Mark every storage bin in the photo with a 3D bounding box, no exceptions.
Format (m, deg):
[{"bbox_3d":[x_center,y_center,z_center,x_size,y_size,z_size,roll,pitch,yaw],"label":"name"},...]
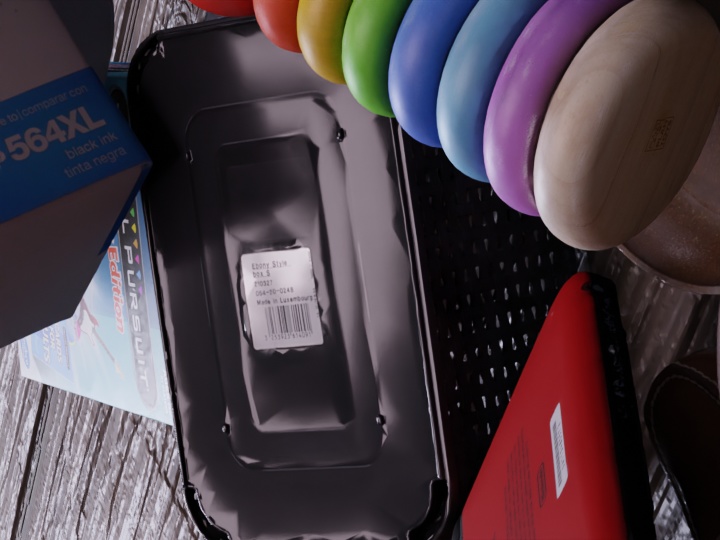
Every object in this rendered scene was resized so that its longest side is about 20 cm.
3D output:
[{"bbox_3d":[0.000,0.000,1.071,0.135,0.094,0.200,-6,92,42],"label":"storage bin"}]

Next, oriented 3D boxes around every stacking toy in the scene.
[{"bbox_3d":[0.015,-0.085,0.924,0.200,0.085,0.085,30,128,28],"label":"stacking toy"}]

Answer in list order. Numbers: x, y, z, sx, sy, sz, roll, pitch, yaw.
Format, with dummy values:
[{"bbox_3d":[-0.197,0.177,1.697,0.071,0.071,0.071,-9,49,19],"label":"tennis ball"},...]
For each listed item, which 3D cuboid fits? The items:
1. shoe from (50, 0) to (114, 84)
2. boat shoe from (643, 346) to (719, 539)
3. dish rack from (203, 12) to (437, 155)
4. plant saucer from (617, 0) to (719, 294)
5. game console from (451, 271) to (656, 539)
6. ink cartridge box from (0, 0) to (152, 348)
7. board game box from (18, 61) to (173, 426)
[{"bbox_3d":[-0.158,-0.070,1.249,0.091,0.071,0.200,58,142,45],"label":"shoe"},{"bbox_3d":[0.138,0.102,0.897,0.200,0.072,0.076,58,146,39],"label":"boat shoe"},{"bbox_3d":[-0.035,-0.059,1.228,0.172,0.044,0.200,62,149,33],"label":"dish rack"},{"bbox_3d":[0.113,-0.093,0.931,0.200,0.032,0.200,29,123,59],"label":"plant saucer"},{"bbox_3d":[0.095,0.125,0.912,0.200,0.119,0.172,-90,20,-64],"label":"game console"},{"bbox_3d":[-0.180,-0.077,1.119,0.200,0.084,0.146,58,152,13],"label":"ink cartridge box"},{"bbox_3d":[-0.108,-0.018,1.290,0.200,0.047,0.151,10,107,64],"label":"board game box"}]
